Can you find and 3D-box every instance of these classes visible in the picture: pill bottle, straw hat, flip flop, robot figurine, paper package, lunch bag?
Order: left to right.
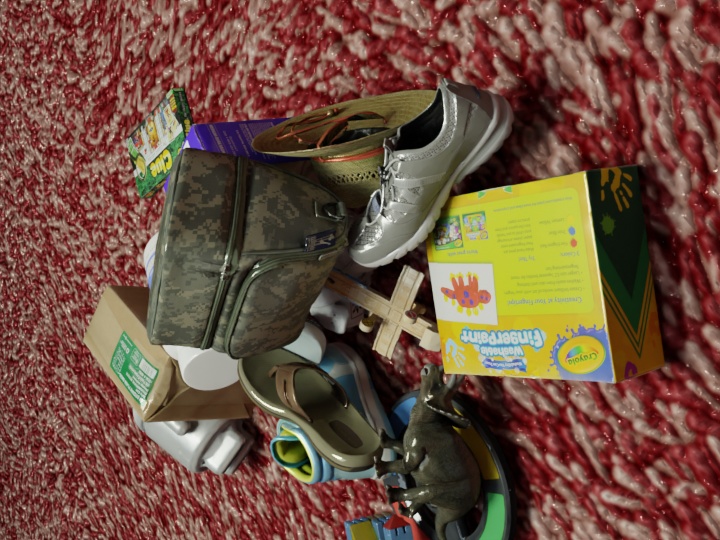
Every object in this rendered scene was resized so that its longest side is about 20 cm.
[{"bbox_3d":[-0.252,0.111,1.199,0.200,0.190,0.104,38,112,40],"label":"paper package"},{"bbox_3d":[-0.252,0.216,1.269,0.200,0.170,0.113,34,83,18],"label":"robot figurine"},{"bbox_3d":[-0.199,0.044,1.072,0.112,0.112,0.201,-63,37,39],"label":"pill bottle"},{"bbox_3d":[-0.112,-0.009,0.839,0.200,0.167,0.140,117,156,-50],"label":"lunch bag"},{"bbox_3d":[-0.052,0.133,0.906,0.200,0.081,0.058,37,137,36],"label":"flip flop"},{"bbox_3d":[-0.004,-0.110,0.858,0.201,0.201,0.086,12,123,50],"label":"straw hat"}]

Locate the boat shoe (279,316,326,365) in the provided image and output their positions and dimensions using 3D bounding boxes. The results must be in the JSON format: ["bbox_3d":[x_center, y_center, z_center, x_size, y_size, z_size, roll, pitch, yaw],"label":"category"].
[{"bbox_3d":[-0.082,0.076,1.038,0.071,0.091,0.200,33,149,-9],"label":"boat shoe"}]

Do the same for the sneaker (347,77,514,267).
[{"bbox_3d":[0.042,-0.090,0.770,0.200,0.082,0.075,-51,36,22],"label":"sneaker"}]

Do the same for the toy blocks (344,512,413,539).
[{"bbox_3d":[0.023,0.340,0.981,0.200,0.099,0.138,150,110,-74],"label":"toy blocks"}]

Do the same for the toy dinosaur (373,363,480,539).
[{"bbox_3d":[0.075,0.196,0.843,0.102,0.077,0.201,-14,97,13],"label":"toy dinosaur"}]

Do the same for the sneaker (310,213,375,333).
[{"bbox_3d":[0.000,0.000,0.956,0.199,0.075,0.115,-18,94,46],"label":"sneaker"}]

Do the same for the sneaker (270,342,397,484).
[{"bbox_3d":[-0.049,0.158,0.982,0.200,0.130,0.080,-121,32,-50],"label":"sneaker"}]

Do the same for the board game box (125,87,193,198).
[{"bbox_3d":[-0.310,-0.193,1.344,0.200,0.023,0.105,-26,80,52],"label":"board game box"}]

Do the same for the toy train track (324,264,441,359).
[{"bbox_3d":[-0.003,0.031,0.904,0.199,0.033,0.115,28,124,14],"label":"toy train track"}]

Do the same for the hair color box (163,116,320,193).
[{"bbox_3d":[-0.101,-0.110,0.949,0.065,0.199,0.109,61,140,19],"label":"hair color box"}]

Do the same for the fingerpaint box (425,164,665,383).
[{"bbox_3d":[0.152,0.007,0.757,0.200,0.073,0.168,-7,92,54],"label":"fingerpaint box"}]

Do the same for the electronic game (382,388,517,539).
[{"bbox_3d":[0.088,0.224,0.920,0.200,0.041,0.201,16,111,49],"label":"electronic game"}]
